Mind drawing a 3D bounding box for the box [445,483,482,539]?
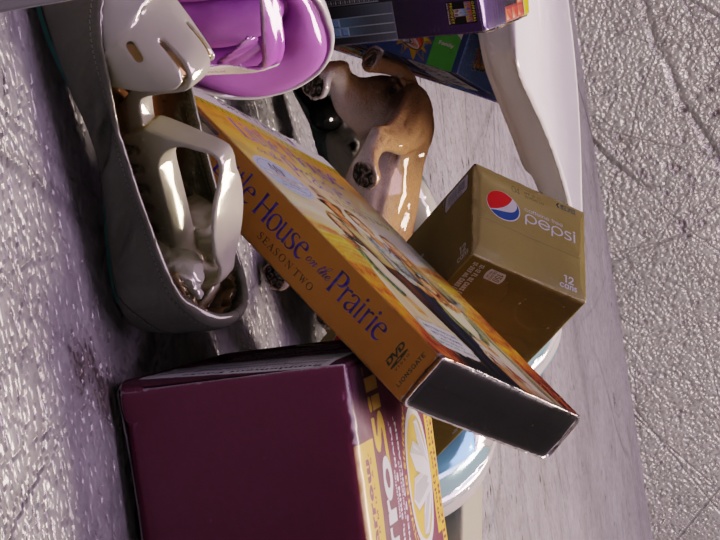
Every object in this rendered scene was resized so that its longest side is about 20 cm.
[{"bbox_3d":[0.025,0.181,1.459,0.069,0.082,0.201,73,16,-44],"label":"box"}]

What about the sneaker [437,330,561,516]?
[{"bbox_3d":[0.055,0.038,1.449,0.131,0.079,0.200,95,21,-44],"label":"sneaker"}]

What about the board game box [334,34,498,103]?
[{"bbox_3d":[0.015,-0.135,1.467,0.200,0.135,0.035,8,101,-78],"label":"board game box"}]

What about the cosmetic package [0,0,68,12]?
[{"bbox_3d":[-0.121,-0.149,0.851,0.200,0.106,0.091,-73,153,-62],"label":"cosmetic package"}]

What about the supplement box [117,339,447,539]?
[{"bbox_3d":[-0.028,0.100,1.177,0.200,0.103,0.132,-16,100,-79],"label":"supplement box"}]

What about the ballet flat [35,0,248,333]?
[{"bbox_3d":[-0.083,-0.067,1.078,0.067,0.063,0.201,-39,126,-49],"label":"ballet flat"}]

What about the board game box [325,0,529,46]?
[{"bbox_3d":[-0.015,-0.209,1.272,0.057,0.165,0.201,-26,109,-56],"label":"board game box"}]

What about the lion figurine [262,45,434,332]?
[{"bbox_3d":[0.007,-0.043,1.410,0.122,0.072,0.201,-28,144,-55],"label":"lion figurine"}]

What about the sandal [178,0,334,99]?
[{"bbox_3d":[-0.071,-0.115,1.155,0.203,0.082,0.050,40,24,-57],"label":"sandal"}]

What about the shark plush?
[{"bbox_3d":[-0.007,-0.042,1.531,0.200,0.091,0.083,48,-11,-28],"label":"shark plush"}]

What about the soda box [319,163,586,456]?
[{"bbox_3d":[0.033,0.039,1.326,0.200,0.068,0.064,-49,-153,41],"label":"soda box"}]

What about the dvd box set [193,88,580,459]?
[{"bbox_3d":[0.000,0.000,1.186,0.200,0.029,0.146,46,11,31],"label":"dvd box set"}]

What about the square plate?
[{"bbox_3d":[0.089,-0.145,1.427,0.198,0.028,0.201,63,23,-59],"label":"square plate"}]
